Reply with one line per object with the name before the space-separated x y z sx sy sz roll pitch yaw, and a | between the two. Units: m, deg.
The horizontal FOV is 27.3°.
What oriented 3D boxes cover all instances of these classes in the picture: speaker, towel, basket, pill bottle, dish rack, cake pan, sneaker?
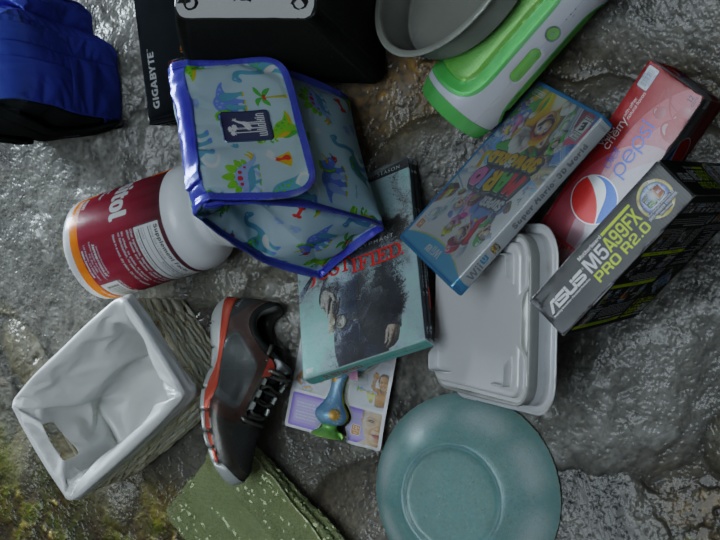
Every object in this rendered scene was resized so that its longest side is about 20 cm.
speaker | 0.148 -0.221 1.381 0.088 0.088 0.200 48 110 19
towel | -0.109 0.277 1.563 0.200 0.036 0.149 44 111 20
basket | -0.248 0.132 1.587 0.200 0.123 0.136 -42 73 24
pill bottle | -0.205 -0.046 1.566 0.199 0.113 0.113 -16 83 27
dish rack | 0.114 0.040 1.368 0.200 0.043 0.172 -174 85 -66
cake pan | 0.093 -0.281 1.387 0.200 0.037 0.201 -33 43 36
sneaker | -0.112 0.118 1.522 0.082 0.077 0.201 -6 72 18

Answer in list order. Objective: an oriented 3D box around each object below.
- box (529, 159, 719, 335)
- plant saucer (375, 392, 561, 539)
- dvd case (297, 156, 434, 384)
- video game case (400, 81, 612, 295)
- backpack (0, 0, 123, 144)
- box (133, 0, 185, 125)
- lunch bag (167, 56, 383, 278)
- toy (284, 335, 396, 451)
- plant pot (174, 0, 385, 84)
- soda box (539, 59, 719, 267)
box | 0.243 -0.021 1.269 0.044 0.200 0.160 48 113 17
plant saucer | 0.095 0.221 1.448 0.200 0.039 0.202 1 92 29
dvd case | 0.000 0.000 1.465 0.146 0.022 0.201 -19 59 29
video game case | 0.128 -0.079 1.355 0.200 0.018 0.143 -49 27 3
backpack | -0.384 -0.221 1.610 0.162 0.200 0.168 -13 85 29
box | -0.161 -0.265 1.573 0.158 0.046 0.201 -8 88 28
lunch bag | -0.091 -0.106 1.423 0.127 0.200 0.170 -39 51 35
toy | -0.020 0.075 1.503 0.115 0.047 0.201 12 97 27
plant pot | -0.085 -0.293 1.425 0.199 0.177 0.201 2 88 11
soda box | 0.239 -0.089 1.344 0.063 0.070 0.200 40 109 21
